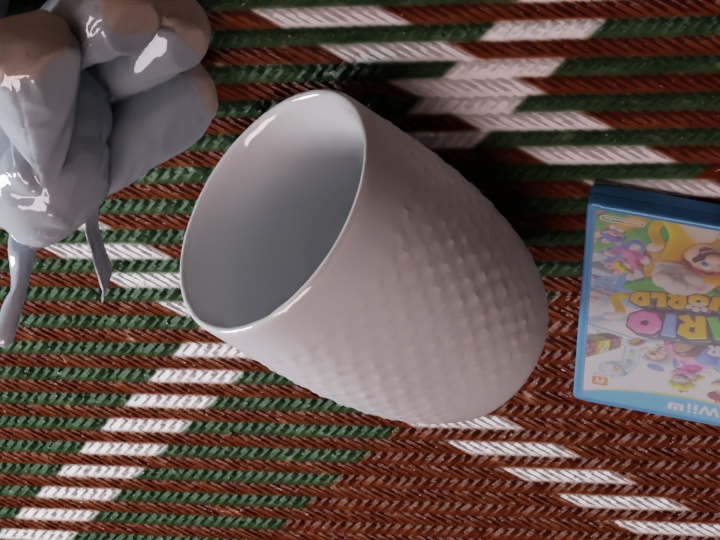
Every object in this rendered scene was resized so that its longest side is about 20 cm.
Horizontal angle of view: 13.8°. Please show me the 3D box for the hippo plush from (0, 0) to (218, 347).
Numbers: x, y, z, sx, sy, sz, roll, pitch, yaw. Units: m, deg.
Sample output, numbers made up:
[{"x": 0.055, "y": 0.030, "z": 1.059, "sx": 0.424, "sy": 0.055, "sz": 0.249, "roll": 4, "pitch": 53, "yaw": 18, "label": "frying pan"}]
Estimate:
[{"x": -0.181, "y": -0.102, "z": 1.589, "sx": 0.161, "sy": 0.159, "sz": 0.200, "roll": 32, "pitch": 131, "yaw": 32, "label": "hippo plush"}]

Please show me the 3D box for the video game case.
[{"x": 0.196, "y": 0.027, "z": 1.698, "sx": 0.143, "sy": 0.018, "sz": 0.200, "roll": 10, "pitch": 146, "yaw": 8, "label": "video game case"}]

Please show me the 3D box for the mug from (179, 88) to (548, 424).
[{"x": 0.000, "y": 0.000, "z": 1.651, "sx": 0.175, "sy": 0.148, "sz": 0.200, "roll": 32, "pitch": 174, "yaw": -34, "label": "mug"}]
